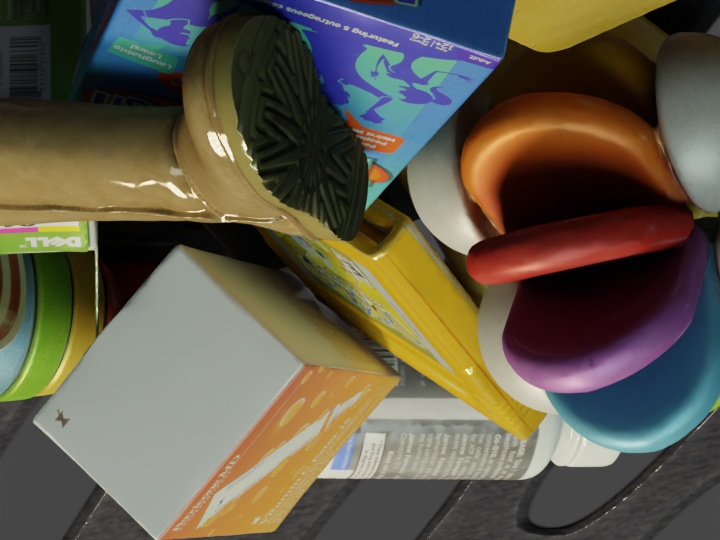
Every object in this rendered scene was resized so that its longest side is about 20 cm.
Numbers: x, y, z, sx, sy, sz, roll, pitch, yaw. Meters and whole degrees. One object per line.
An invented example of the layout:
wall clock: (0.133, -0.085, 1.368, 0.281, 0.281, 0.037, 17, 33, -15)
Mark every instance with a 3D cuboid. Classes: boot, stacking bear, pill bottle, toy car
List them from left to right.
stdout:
stacking bear: (-0.185, 0.027, 1.352, 0.199, 0.114, 0.122, 7, 126, -36)
boot: (-0.113, -0.055, 0.987, 0.199, 0.066, 0.175, 4, 158, 17)
pill bottle: (0.061, 0.074, 1.452, 0.199, 0.114, 0.114, 2, 141, -13)
toy car: (0.113, -0.004, 1.072, 0.174, 0.150, 0.201, -14, 112, 27)

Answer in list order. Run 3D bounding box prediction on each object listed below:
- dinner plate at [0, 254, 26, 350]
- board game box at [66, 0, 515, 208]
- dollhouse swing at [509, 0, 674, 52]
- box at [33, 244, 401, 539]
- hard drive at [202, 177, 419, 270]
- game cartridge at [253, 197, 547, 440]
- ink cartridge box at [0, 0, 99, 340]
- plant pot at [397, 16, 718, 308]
dinner plate: (-0.238, -0.042, 1.176, 0.024, 0.201, 0.200, -30, 137, 19)
board game box: (-0.037, -0.095, 1.006, 0.151, 0.045, 0.200, 16, 160, -11)
dollhouse swing: (0.128, -0.180, 1.077, 0.181, 0.201, 0.176, -24, 140, 18)
box: (-0.073, 0.070, 1.288, 0.125, 0.097, 0.200, -50, 165, 7)
hard drive: (-0.046, -0.081, 1.294, 0.134, 0.042, 0.200, -20, 141, 13)
game cartridge: (0.000, 0.000, 1.245, 0.032, 0.176, 0.200, -48, 139, -10)
ink cartridge box: (-0.174, -0.063, 1.205, 0.075, 0.148, 0.200, -2, 141, -5)
plant pot: (0.101, -0.068, 1.235, 0.200, 0.201, 0.189, -31, 120, 26)
